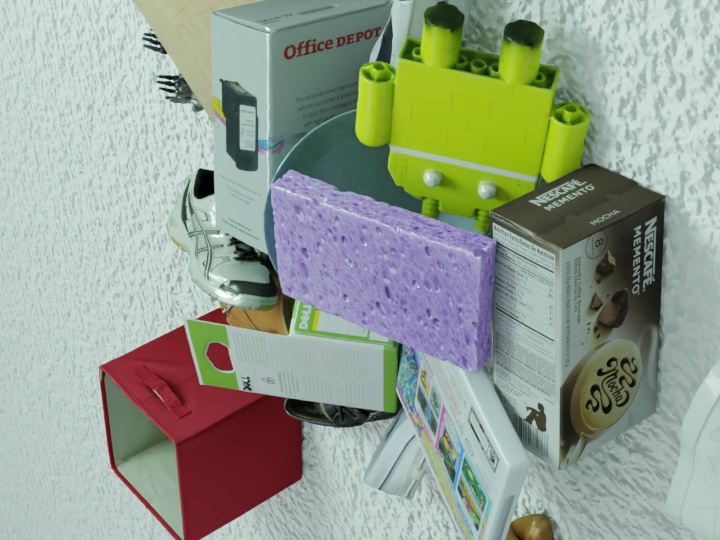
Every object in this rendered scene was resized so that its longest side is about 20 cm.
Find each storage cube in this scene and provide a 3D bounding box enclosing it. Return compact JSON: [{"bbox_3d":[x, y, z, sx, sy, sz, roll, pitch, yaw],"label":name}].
[{"bbox_3d":[-0.188,0.185,1.621,0.171,0.179,0.201,37,141,37],"label":"storage cube"}]

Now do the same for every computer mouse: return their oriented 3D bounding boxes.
[{"bbox_3d":[0.060,-0.196,1.064,0.044,0.109,0.200,61,158,19],"label":"computer mouse"}]

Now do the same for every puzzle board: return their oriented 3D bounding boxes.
[{"bbox_3d":[-0.106,-0.212,1.275,0.150,0.017,0.201,-27,103,29],"label":"puzzle board"}]

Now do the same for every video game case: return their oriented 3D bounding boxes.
[{"bbox_3d":[0.081,0.128,1.148,0.183,0.024,0.201,96,155,-52],"label":"video game case"}]

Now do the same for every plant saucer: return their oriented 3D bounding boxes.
[{"bbox_3d":[0.013,-0.054,1.162,0.039,0.200,0.202,-111,13,-60],"label":"plant saucer"}]

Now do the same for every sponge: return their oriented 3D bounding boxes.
[{"bbox_3d":[0.016,-0.001,1.067,0.199,0.030,0.112,21,131,31],"label":"sponge"}]

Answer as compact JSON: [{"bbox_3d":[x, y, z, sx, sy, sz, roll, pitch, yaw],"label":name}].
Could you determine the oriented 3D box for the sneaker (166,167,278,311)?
[{"bbox_3d":[-0.141,-0.037,1.412,0.200,0.075,0.088,47,121,41],"label":"sneaker"}]

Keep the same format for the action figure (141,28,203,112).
[{"bbox_3d":[-0.155,-0.218,1.358,0.200,0.102,0.120,-5,96,59],"label":"action figure"}]

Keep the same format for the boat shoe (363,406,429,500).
[{"bbox_3d":[0.069,0.157,1.334,0.065,0.074,0.200,27,137,-3],"label":"boat shoe"}]

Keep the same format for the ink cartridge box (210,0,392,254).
[{"bbox_3d":[-0.050,-0.136,1.188,0.083,0.145,0.201,26,125,40],"label":"ink cartridge box"}]

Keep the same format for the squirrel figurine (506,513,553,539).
[{"bbox_3d":[0.098,0.338,1.292,0.200,0.186,0.142,-18,97,59],"label":"squirrel figurine"}]

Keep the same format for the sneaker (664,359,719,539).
[{"bbox_3d":[0.292,0.146,0.983,0.115,0.074,0.201,39,151,33],"label":"sneaker"}]

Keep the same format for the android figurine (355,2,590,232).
[{"bbox_3d":[0.085,-0.111,1.057,0.181,0.041,0.201,14,136,7],"label":"android figurine"}]

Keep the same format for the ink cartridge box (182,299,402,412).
[{"bbox_3d":[-0.058,0.062,1.292,0.199,0.076,0.148,8,151,5],"label":"ink cartridge box"}]

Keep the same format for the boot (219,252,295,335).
[{"bbox_3d":[-0.095,0.051,1.471,0.201,0.076,0.155,61,143,17],"label":"boot"}]

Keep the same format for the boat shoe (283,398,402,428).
[{"bbox_3d":[-0.015,0.135,1.433,0.200,0.065,0.072,-12,101,58],"label":"boat shoe"}]

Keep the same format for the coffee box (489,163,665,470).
[{"bbox_3d":[0.166,0.035,1.043,0.080,0.113,0.201,31,135,45],"label":"coffee box"}]
